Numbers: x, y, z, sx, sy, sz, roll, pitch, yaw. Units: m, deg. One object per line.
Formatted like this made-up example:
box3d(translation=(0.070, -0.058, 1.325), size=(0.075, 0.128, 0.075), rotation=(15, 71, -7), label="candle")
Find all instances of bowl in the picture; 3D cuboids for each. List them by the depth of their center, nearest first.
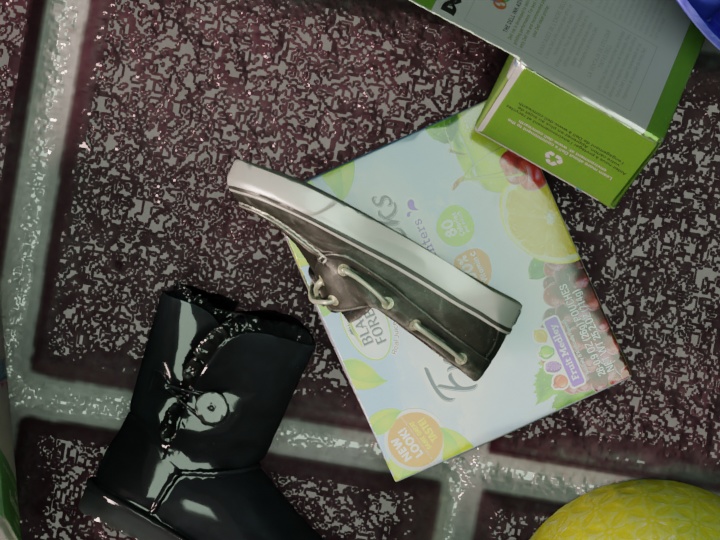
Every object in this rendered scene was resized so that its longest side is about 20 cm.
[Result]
box3d(translation=(0.192, 0.239, 1.397), size=(0.200, 0.108, 0.201), rotation=(0, 93, -1), label="bowl")

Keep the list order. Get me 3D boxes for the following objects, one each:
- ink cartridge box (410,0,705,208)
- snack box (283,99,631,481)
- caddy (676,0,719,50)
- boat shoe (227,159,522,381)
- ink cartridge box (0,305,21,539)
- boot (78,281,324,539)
box3d(translation=(0.107, -0.154, 1.360), size=(0.200, 0.076, 0.148), rotation=(29, 51, -2), label="ink cartridge box")
box3d(translation=(0.056, 0.010, 1.405), size=(0.168, 0.068, 0.200), rotation=(-23, 91, 0), label="snack box")
box3d(translation=(0.231, -0.212, 1.342), size=(0.105, 0.200, 0.141), rotation=(-33, 127, 32), label="caddy")
box3d(translation=(0.000, 0.000, 1.336), size=(0.200, 0.071, 0.064), rotation=(30, 91, -2), label="boat shoe")
box3d(translation=(-0.294, 0.081, 1.356), size=(0.145, 0.088, 0.200), rotation=(-9, 69, -2), label="ink cartridge box")
box3d(translation=(-0.065, 0.115, 1.401), size=(0.200, 0.076, 0.168), rotation=(25, 95, 4), label="boot")
